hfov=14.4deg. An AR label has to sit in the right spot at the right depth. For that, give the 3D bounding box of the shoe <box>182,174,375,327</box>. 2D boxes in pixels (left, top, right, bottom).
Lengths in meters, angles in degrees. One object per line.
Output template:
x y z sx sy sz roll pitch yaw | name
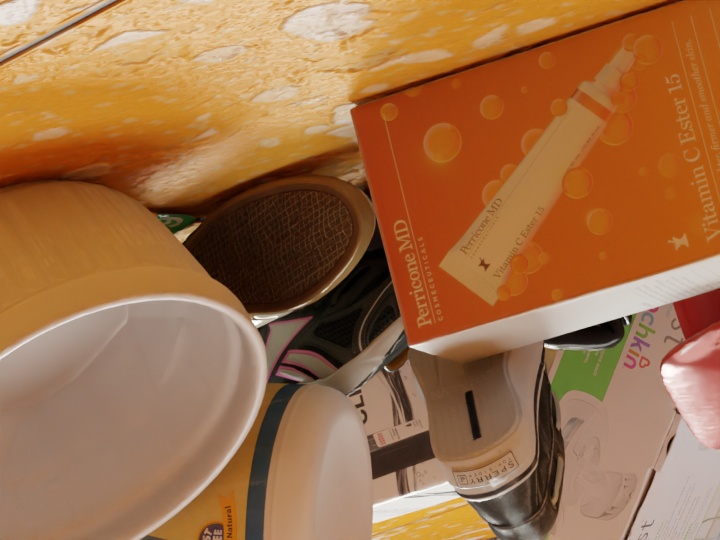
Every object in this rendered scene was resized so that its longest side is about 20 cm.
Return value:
-0.061 -0.004 1.538 0.200 0.070 0.053 -28 -176 39 | shoe

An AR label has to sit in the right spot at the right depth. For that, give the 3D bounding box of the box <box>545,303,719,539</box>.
0.195 0.079 1.749 0.097 0.201 0.176 31 -160 32 | box

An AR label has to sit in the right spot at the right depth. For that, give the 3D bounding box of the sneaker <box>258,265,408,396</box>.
-0.028 0.029 1.586 0.080 0.086 0.200 -40 -176 -42 | sneaker

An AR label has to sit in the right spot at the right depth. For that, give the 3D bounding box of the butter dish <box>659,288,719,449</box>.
0.231 -0.017 1.506 0.199 0.148 0.200 -29 158 5 | butter dish

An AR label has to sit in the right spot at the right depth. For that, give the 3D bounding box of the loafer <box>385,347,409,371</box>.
0.007 0.028 1.770 0.199 0.073 0.073 -22 168 39 | loafer

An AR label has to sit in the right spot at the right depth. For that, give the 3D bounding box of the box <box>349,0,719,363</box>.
0.113 -0.044 1.388 0.199 0.125 0.097 -17 169 15 | box

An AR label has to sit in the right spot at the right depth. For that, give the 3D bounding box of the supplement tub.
-0.104 0.130 1.528 0.199 0.146 0.145 1 174 15 | supplement tub

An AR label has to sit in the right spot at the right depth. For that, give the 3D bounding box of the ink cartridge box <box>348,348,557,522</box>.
0.050 0.073 1.862 0.199 0.145 0.084 -21 166 32 | ink cartridge box

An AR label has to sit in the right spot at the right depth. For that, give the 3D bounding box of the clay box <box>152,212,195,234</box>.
-0.188 0.013 1.494 0.199 0.048 0.115 -6 167 -35 | clay box

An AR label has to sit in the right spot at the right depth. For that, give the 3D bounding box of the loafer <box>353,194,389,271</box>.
0.000 0.000 1.633 0.072 0.063 0.200 -10 169 -34 | loafer

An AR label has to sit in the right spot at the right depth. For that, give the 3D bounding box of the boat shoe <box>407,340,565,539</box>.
0.067 0.076 1.463 0.072 0.071 0.200 -18 -156 13 | boat shoe

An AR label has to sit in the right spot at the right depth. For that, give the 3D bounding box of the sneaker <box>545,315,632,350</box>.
0.106 -0.002 1.634 0.076 0.115 0.199 -14 174 1 | sneaker

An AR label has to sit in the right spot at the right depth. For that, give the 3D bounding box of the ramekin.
-0.155 0.049 1.390 0.199 0.105 0.201 -23 144 -18 | ramekin
